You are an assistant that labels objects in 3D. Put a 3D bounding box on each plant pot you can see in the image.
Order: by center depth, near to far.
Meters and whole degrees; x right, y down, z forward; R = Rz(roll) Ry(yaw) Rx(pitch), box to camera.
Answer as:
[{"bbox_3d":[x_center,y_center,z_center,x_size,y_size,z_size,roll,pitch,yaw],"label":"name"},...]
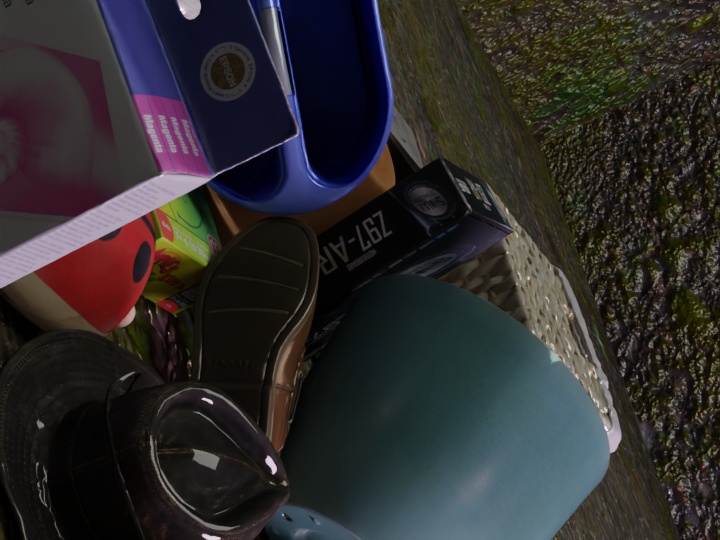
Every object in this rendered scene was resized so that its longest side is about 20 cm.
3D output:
[{"bbox_3d":[0.032,0.130,1.052,0.161,0.199,0.202,-50,123,-29],"label":"plant pot"},{"bbox_3d":[-0.066,-0.090,1.202,0.201,0.139,0.201,58,15,-24],"label":"plant pot"}]

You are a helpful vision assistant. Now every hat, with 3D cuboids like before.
[{"bbox_3d":[-0.088,0.104,0.823,0.201,0.080,0.202,49,26,-33],"label":"hat"}]

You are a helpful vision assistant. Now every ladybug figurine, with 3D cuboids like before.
[{"bbox_3d":[-0.166,-0.047,0.860,0.201,0.071,0.137,56,15,-37],"label":"ladybug figurine"}]

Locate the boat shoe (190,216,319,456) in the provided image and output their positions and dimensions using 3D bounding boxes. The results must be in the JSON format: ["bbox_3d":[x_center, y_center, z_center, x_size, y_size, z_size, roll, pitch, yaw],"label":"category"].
[{"bbox_3d":[-0.070,0.059,1.012,0.068,0.071,0.202,87,16,-52],"label":"boat shoe"}]

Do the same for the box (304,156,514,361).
[{"bbox_3d":[0.000,0.000,1.156,0.044,0.199,0.160,60,11,11],"label":"box"}]

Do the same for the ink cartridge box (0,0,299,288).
[{"bbox_3d":[-0.152,-0.107,0.743,0.198,0.198,0.043,67,13,14],"label":"ink cartridge box"}]

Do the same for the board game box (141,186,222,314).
[{"bbox_3d":[-0.148,-0.082,1.058,0.102,0.047,0.202,38,29,-63],"label":"board game box"}]

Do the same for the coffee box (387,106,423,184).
[{"bbox_3d":[-0.031,-0.124,1.470,0.200,0.112,0.080,48,21,-51],"label":"coffee box"}]

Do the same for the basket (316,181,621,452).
[{"bbox_3d":[0.079,0.072,1.359,0.161,0.198,0.199,50,19,-41],"label":"basket"}]

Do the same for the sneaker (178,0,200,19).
[{"bbox_3d":[-0.150,-0.190,0.957,0.201,0.080,0.147,59,-31,16],"label":"sneaker"}]

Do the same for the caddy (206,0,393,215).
[{"bbox_3d":[-0.055,-0.136,1.058,0.105,0.140,0.203,-134,-147,-83],"label":"caddy"}]
